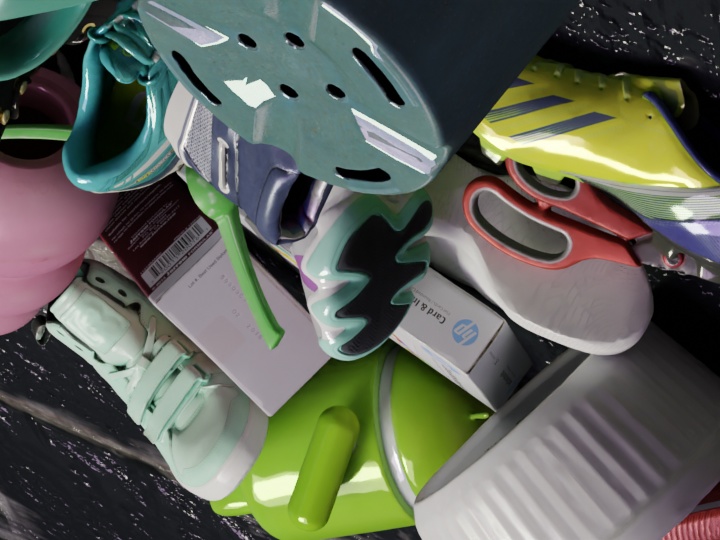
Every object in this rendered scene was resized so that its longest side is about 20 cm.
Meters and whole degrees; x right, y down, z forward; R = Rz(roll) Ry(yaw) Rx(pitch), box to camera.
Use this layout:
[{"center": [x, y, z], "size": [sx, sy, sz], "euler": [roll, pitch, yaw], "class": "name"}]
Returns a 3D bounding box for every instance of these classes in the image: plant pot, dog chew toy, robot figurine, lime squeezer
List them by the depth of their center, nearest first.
[{"center": [0.017, -0.151, 1.187], "size": [0.200, 0.196, 0.200], "euler": [28, 155, 14], "class": "plant pot"}, {"center": [-0.106, -0.046, 1.541], "size": [0.200, 0.038, 0.071], "euler": [36, 129, 11], "class": "lime squeezer"}, {"center": [-0.210, -0.031, 1.666], "size": [0.124, 0.125, 0.200], "euler": [32, 146, 5], "class": "dog chew toy"}, {"center": [0.001, 0.102, 1.742], "size": [0.199, 0.116, 0.175], "euler": [-11, 176, 23], "class": "robot figurine"}]

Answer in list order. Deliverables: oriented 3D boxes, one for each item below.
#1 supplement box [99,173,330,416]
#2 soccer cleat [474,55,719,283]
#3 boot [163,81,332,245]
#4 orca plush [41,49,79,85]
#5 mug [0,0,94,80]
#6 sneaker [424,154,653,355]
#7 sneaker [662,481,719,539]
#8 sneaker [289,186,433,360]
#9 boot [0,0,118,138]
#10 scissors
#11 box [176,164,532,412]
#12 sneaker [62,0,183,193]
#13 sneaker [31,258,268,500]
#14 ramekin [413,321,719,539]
[{"center": [-0.097, -0.002, 1.683], "size": [0.109, 0.061, 0.200], "euler": [46, 180, -28], "class": "supplement box"}, {"center": [0.125, -0.072, 1.389], "size": [0.200, 0.065, 0.084], "euler": [31, 127, 17], "class": "soccer cleat"}, {"center": [-0.030, -0.111, 1.391], "size": [0.090, 0.073, 0.200], "euler": [45, 136, 28], "class": "boot"}, {"center": [-0.221, -0.120, 1.704], "size": [0.071, 0.105, 0.200], "euler": [61, -171, 32], "class": "orca plush"}, {"center": [-0.156, -0.197, 1.380], "size": [0.185, 0.114, 0.152], "euler": [-41, 68, 58], "class": "mug"}, {"center": [0.076, -0.014, 1.546], "size": [0.200, 0.075, 0.089], "euler": [33, 169, 20], "class": "sneaker"}, {"center": [0.249, 0.115, 1.568], "size": [0.199, 0.116, 0.079], "euler": [-11, 113, 19], "class": "sneaker"}, {"center": [-0.031, -0.062, 1.505], "size": [0.140, 0.078, 0.201], "euler": [20, 112, 45], "class": "sneaker"}, {"center": [-0.166, -0.125, 1.522], "size": [0.073, 0.151, 0.200], "euler": [4, 143, 49], "class": "boot"}, {"center": [0.148, -0.006, 1.474], "size": [0.200, 0.014, 0.073], "euler": [30, 112, 3], "class": "scissors"}, {"center": [0.000, 0.000, 1.605], "size": [0.200, 0.041, 0.156], "euler": [34, 176, 13], "class": "box"}, {"center": [-0.096, -0.123, 1.442], "size": [0.077, 0.080, 0.201], "euler": [31, 117, 19], "class": "sneaker"}, {"center": [-0.133, 0.063, 1.710], "size": [0.118, 0.074, 0.200], "euler": [32, -171, -31], "class": "sneaker"}, {"center": [0.117, 0.110, 1.565], "size": [0.094, 0.202, 0.202], "euler": [47, 155, -1], "class": "ramekin"}]
